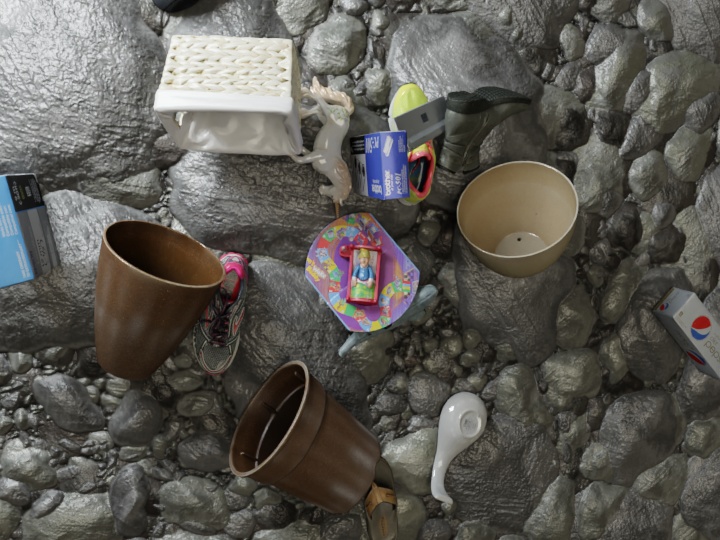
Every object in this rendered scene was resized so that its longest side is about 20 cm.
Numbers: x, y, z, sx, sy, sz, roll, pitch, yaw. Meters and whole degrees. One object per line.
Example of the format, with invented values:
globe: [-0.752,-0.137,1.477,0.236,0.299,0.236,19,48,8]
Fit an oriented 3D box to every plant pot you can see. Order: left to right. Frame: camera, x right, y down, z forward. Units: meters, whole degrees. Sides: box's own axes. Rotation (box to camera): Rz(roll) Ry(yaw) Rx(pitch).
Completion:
plant pot: [-0.330,0.059,0.923,0.183,0.188,0.203,23,108,-15]
plant pot: [-0.082,0.291,1.009,0.197,0.200,0.202,38,90,-24]
plant pot: [0.273,-0.066,1.040,0.198,0.201,0.135,-33,141,-5]

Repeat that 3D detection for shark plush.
shark plush: [0.040,0.076,1.047,0.196,0.083,0.093,-22,104,-9]

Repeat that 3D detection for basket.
basket: [-0.183,-0.257,0.884,0.194,0.136,0.127,2,75,1]

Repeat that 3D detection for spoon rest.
spoon rest: [0.179,0.330,1.144,0.098,0.060,0.204,25,80,-17]

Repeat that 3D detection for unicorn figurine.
unicorn figurine: [-0.062,-0.201,0.983,0.134,0.074,0.204,19,97,-11]

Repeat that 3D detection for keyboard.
keyboard: [0.106,-0.240,0.978,0.011,0.199,0.057,-20,102,37]

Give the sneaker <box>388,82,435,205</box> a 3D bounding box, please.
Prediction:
sneaker: [0.096,-0.211,1.009,0.076,0.090,0.206,-7,99,-10]

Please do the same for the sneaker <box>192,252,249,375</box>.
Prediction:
sneaker: [-0.231,0.074,0.989,0.079,0.075,0.205,9,98,-14]

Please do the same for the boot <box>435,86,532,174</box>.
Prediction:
boot: [0.207,-0.242,1.042,0.197,0.067,0.133,-16,127,-34]

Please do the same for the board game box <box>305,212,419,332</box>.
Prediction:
board game box: [0.000,0.000,1.006,0.157,0.039,0.201,-40,80,-4]

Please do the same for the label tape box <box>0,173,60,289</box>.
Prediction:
label tape box: [-0.493,-0.056,0.841,0.064,0.200,0.147,-12,102,-12]

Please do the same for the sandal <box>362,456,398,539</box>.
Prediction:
sandal: [0.032,0.434,1.121,0.080,0.055,0.205,-11,102,-11]

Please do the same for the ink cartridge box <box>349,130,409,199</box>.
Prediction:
ink cartridge box: [0.026,-0.165,0.943,0.043,0.200,0.097,-6,101,-13]

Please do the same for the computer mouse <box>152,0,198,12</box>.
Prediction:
computer mouse: [-0.245,-0.491,0.906,0.197,0.046,0.143,-27,105,-7]

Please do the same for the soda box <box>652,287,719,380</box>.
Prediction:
soda box: [0.682,0.130,1.216,0.068,0.064,0.200,-45,106,-3]
